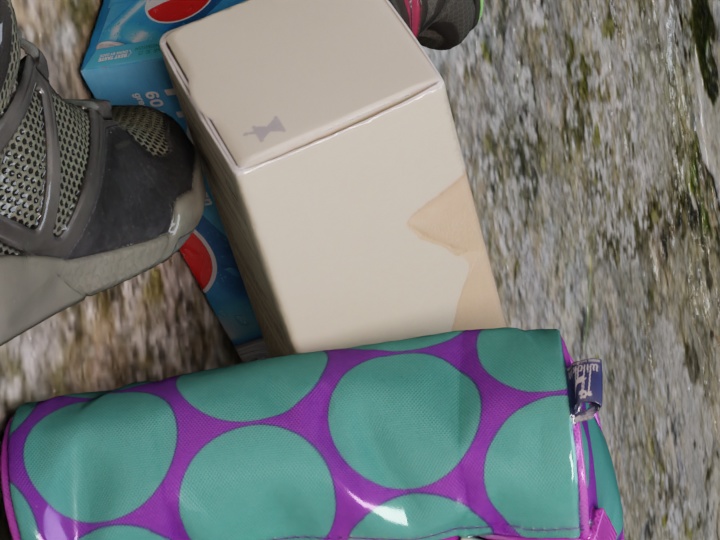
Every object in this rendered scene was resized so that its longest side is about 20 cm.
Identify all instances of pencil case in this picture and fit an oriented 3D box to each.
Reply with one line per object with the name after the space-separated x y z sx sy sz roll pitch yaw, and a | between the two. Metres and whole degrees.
-0.015 0.073 0.782 0.092 0.200 0.085 -93 173 -48 | pencil case

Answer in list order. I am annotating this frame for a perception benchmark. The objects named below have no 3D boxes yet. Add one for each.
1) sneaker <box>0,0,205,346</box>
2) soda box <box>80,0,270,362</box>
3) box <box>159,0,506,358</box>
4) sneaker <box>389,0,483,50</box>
-0.110 -0.047 0.742 0.199 0.076 0.114 -31 120 -60 | sneaker
-0.035 -0.032 0.930 0.064 0.068 0.200 -78 152 -42 | soda box
0.000 0.000 0.851 0.095 0.078 0.200 -120 -170 -47 | box
-0.005 -0.117 1.044 0.200 0.077 0.084 1 101 -65 | sneaker
